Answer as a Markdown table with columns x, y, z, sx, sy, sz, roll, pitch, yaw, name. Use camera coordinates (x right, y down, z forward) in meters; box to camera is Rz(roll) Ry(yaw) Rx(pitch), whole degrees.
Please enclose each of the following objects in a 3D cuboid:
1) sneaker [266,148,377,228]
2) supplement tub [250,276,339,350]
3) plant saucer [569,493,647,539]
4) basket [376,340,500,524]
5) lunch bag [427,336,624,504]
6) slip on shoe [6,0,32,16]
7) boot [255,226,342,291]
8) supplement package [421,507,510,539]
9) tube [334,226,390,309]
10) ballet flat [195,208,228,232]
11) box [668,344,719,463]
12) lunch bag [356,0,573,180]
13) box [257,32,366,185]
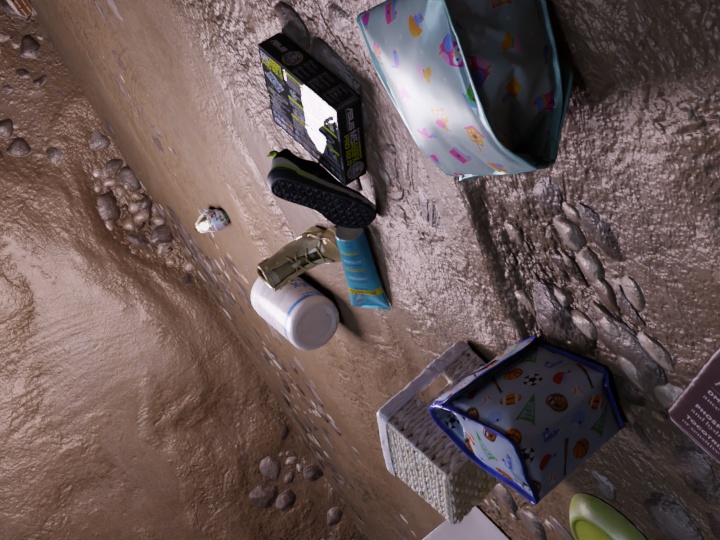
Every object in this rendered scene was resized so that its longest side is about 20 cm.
| x | y | z | sx | sy | sz | roll | pitch | yaw | name |
| --- | --- | --- | --- | --- | --- | --- | --- | --- | --- |
| -0.056 | -0.138 | 1.264 | 0.200 | 0.083 | 0.072 | 25 | 139 | -26 | sneaker |
| -0.151 | 0.086 | 1.823 | 0.200 | 0.132 | 0.132 | 34 | 151 | 47 | supplement tub |
| 0.394 | 0.437 | 1.235 | 0.200 | 0.031 | 0.200 | 46 | 159 | 24 | plant saucer |
| 0.153 | 0.261 | 1.279 | 0.161 | 0.198 | 0.200 | 37 | 154 | 34 | basket |
| 0.205 | 0.176 | 1.043 | 0.200 | 0.170 | 0.124 | 24 | 141 | 58 | lunch bag |
| -1.190 | -0.960 | 2.711 | 0.061 | 0.076 | 0.200 | 37 | 162 | 30 | slip on shoe |
| -0.108 | -0.019 | 1.502 | 0.200 | 0.155 | 0.073 | 16 | 137 | 61 | boot |
| 0.257 | 0.655 | 1.745 | 0.191 | 0.147 | 0.200 | 41 | 156 | 38 | supplement package |
| 0.000 | 0.000 | 1.436 | 0.077 | 0.050 | 0.200 | 9 | 139 | 24 | tube |
| -0.424 | -0.135 | 2.215 | 0.072 | 0.072 | 0.200 | 60 | 161 | -12 | ballet flat |
| 0.346 | 0.070 | 0.528 | 0.164 | 0.166 | 0.200 | 47 | 159 | 26 | box |
| 0.106 | -0.184 | 0.767 | 0.170 | 0.122 | 0.200 | 8 | 124 | 64 | lunch bag |
| -0.073 | -0.245 | 1.217 | 0.200 | 0.044 | 0.160 | 44 | 158 | 30 | box |
